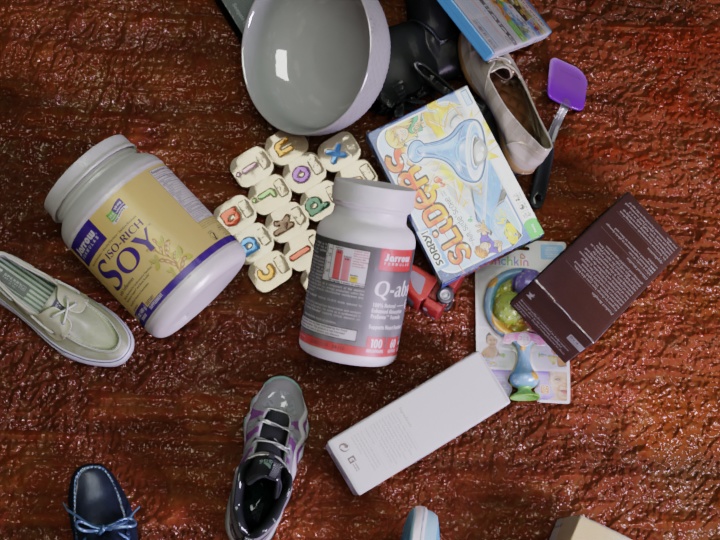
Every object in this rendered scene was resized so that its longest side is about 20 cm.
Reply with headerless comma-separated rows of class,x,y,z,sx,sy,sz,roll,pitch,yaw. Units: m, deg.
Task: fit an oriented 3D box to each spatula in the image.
spatula,0.241,-0.169,1.732,0.056,0.021,0.201,20,77,-16

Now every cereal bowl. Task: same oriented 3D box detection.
cereal bowl,-0.042,-0.258,1.636,0.083,0.200,0.201,-5,73,-52

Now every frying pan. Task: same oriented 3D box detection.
frying pan,0.153,-0.197,1.694,0.115,0.031,0.190,-36,105,-25

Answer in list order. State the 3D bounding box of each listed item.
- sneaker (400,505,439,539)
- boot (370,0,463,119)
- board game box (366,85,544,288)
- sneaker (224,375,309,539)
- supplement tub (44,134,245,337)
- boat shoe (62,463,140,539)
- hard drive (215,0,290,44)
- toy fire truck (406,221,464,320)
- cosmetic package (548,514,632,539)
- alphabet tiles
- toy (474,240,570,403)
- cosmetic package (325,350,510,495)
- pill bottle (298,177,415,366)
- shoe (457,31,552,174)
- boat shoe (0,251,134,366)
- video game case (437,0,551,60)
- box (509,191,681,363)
sneaker,0.106,0.367,1.562,0.130,0.080,0.201,3,86,-5
boot,0.050,-0.294,1.709,0.162,0.073,0.199,-26,88,-15
board game box,0.109,-0.098,1.628,0.135,0.034,0.201,-27,81,-4
sneaker,-0.097,0.208,1.536,0.077,0.140,0.201,11,76,-5
supplement tub,-0.244,-0.040,1.571,0.145,0.145,0.200,-44,86,-15
boat shoe,-0.271,0.307,1.526,0.084,0.069,0.201,-18,80,-12
hard drive,-0.090,-0.376,1.728,0.200,0.033,0.140,-30,83,-13
toy fire truck,0.087,-0.057,1.667,0.141,0.049,0.200,31,80,9
cosmetic package,0.226,0.381,1.562,0.071,0.105,0.201,26,73,-1
alphabet tiles,-0.066,-0.069,1.659,0.195,0.015,0.200,-32,83,-4
toy,0.197,0.056,1.661,0.115,0.047,0.201,3,77,-8
cosmetic package,0.063,0.175,1.578,0.200,0.101,0.071,-31,83,-6
pill bottle,0.000,0.000,1.581,0.115,0.116,0.201,9,98,-6
shoe,0.176,-0.215,1.662,0.070,0.053,0.201,-15,76,-28
boat shoe,-0.348,0.046,1.579,0.200,0.062,0.072,30,75,-1
video game case,0.151,-0.328,1.689,0.143,0.018,0.200,52,32,4
box,0.280,0.007,1.644,0.100,0.075,0.200,48,56,4
